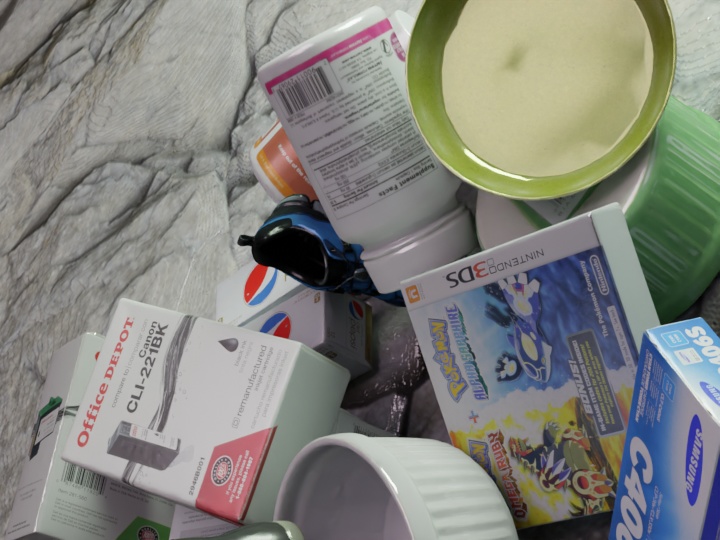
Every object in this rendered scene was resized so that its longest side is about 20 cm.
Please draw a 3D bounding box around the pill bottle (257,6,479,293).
[{"bbox_3d":[0.011,-0.092,1.170,0.112,0.202,0.113,-26,8,4],"label":"pill bottle"}]

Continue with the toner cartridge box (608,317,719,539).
[{"bbox_3d":[0.200,0.139,0.919,0.095,0.043,0.202,-122,27,-50],"label":"toner cartridge box"}]

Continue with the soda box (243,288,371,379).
[{"bbox_3d":[-0.079,0.087,1.363,0.199,0.063,0.069,-31,45,35],"label":"soda box"}]

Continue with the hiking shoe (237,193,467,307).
[{"bbox_3d":[0.000,0.000,1.263,0.198,0.087,0.075,16,118,18],"label":"hiking shoe"}]

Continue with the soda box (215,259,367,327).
[{"bbox_3d":[-0.048,0.008,1.393,0.199,0.063,0.069,-33,44,32],"label":"soda box"}]

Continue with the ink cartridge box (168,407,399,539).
[{"bbox_3d":[-0.072,0.224,1.255,0.199,0.083,0.178,-17,54,44],"label":"ink cartridge box"}]

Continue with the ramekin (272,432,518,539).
[{"bbox_3d":[0.028,0.214,1.073,0.199,0.104,0.203,5,96,56],"label":"ramekin"}]

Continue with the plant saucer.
[{"bbox_3d":[0.130,-0.148,1.077,0.197,0.031,0.203,-2,83,20],"label":"plant saucer"}]

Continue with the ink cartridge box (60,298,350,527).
[{"bbox_3d":[-0.127,0.117,1.206,0.198,0.084,0.146,11,76,35],"label":"ink cartridge box"}]

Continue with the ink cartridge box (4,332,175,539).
[{"bbox_3d":[-0.240,0.181,1.430,0.084,0.145,0.202,-27,46,50],"label":"ink cartridge box"}]

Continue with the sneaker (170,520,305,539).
[{"bbox_3d":[-0.083,0.282,1.052,0.075,0.105,0.203,-35,62,53],"label":"sneaker"}]

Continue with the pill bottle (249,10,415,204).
[{"bbox_3d":[-0.003,-0.141,1.399,0.200,0.112,0.113,-45,38,19],"label":"pill bottle"}]

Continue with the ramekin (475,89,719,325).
[{"bbox_3d":[0.180,-0.055,1.129,0.199,0.097,0.202,-30,45,35],"label":"ramekin"}]

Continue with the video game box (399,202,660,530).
[{"bbox_3d":[0.132,0.075,1.057,0.181,0.047,0.202,-21,87,44],"label":"video game box"}]

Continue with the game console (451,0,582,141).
[{"bbox_3d":[0.142,-0.157,1.195,0.031,0.200,0.177,43,98,9],"label":"game console"}]
